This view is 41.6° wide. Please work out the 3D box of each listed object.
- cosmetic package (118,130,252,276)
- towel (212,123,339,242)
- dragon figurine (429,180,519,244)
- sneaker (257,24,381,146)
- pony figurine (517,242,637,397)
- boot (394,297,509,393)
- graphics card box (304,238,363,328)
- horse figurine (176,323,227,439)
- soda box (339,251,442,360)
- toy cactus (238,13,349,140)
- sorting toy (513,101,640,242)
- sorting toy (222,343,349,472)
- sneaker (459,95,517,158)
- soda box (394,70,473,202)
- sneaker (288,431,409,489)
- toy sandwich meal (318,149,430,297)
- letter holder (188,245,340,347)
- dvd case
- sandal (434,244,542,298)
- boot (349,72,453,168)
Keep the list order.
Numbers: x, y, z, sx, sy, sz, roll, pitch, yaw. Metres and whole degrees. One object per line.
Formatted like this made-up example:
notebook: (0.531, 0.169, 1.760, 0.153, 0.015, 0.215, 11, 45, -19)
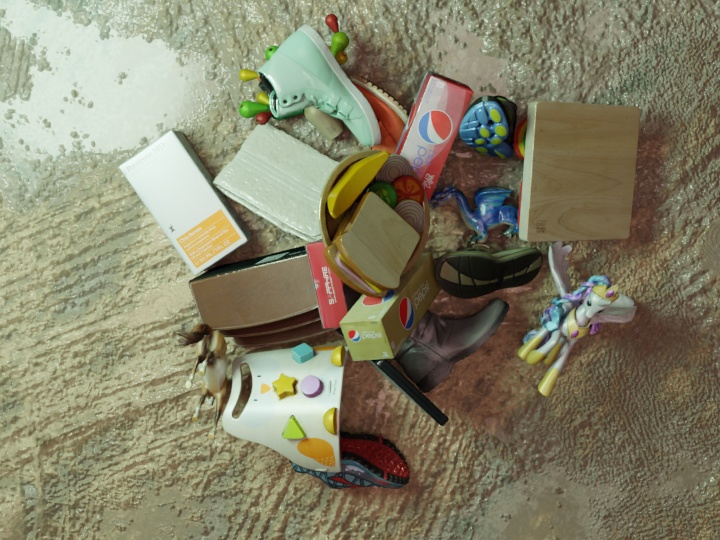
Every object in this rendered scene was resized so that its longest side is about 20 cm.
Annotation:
cosmetic package: (-0.263, -0.103, 1.440, 0.101, 0.071, 0.200, -34, 96, 4)
towel: (-0.103, -0.131, 1.419, 0.200, 0.034, 0.133, 31, 72, 12)
dragon figurine: (0.206, -0.098, 1.453, 0.200, 0.059, 0.100, -10, 98, 2)
sneaker: (-0.063, -0.234, 1.352, 0.118, 0.074, 0.200, -42, 109, -11)
pony figurine: (0.323, 0.068, 1.428, 0.166, 0.193, 0.200, 33, 115, -2)
boot: (0.123, 0.083, 1.474, 0.200, 0.070, 0.132, -43, 91, 0)
graphics card box: (0.000, 0.000, 1.396, 0.051, 0.200, 0.126, -9, 97, 29)
horse figurine: (-0.225, 0.150, 1.403, 0.050, 0.133, 0.200, 1, 127, 6)
soda box: (0.048, 0.048, 1.350, 0.068, 0.200, 0.064, -6, 116, 30)
toy cactus: (-0.080, -0.271, 1.418, 0.200, 0.102, 0.165, -39, 106, -4)
sorting toy: (0.311, -0.148, 1.410, 0.200, 0.070, 0.199, -2, 100, -29)
sorting toy: (-0.112, 0.188, 1.424, 0.180, 0.107, 0.200, 2, 62, 6)
sneaker: (0.188, -0.218, 1.374, 0.071, 0.200, 0.083, 4, 85, 16)
soda box: (0.093, -0.183, 1.375, 0.070, 0.063, 0.200, 18, 108, -8)
sneaker: (-0.020, 0.306, 1.507, 0.200, 0.079, 0.096, 21, 132, -15)
toy sandwich meal: (0.028, -0.070, 1.296, 0.205, 0.070, 0.205, 0, 89, -32)
letter holder: (-0.132, 0.051, 1.422, 0.200, 0.101, 0.142, -13, 99, 17)
dvd case: (0.043, 0.151, 1.399, 0.143, 0.200, 0.018, 44, 86, -20)
sandal: (0.189, -0.006, 1.442, 0.201, 0.057, 0.080, -4, 126, -35)
boot: (0.035, -0.204, 1.432, 0.107, 0.075, 0.200, -43, 97, 9)
